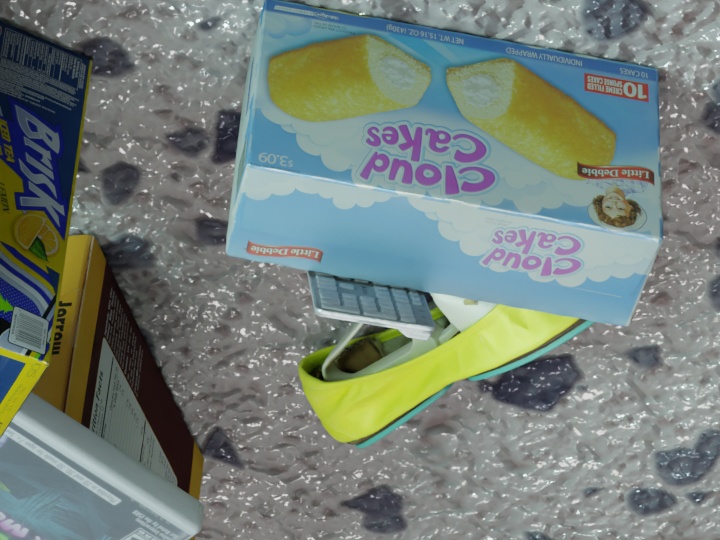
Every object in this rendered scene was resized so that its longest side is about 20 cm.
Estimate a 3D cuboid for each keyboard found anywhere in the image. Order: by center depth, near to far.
[{"bbox_3d":[0.000,0.000,1.296,0.056,0.200,0.011,15,102,-7],"label":"keyboard"}]

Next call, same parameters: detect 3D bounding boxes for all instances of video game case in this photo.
[{"bbox_3d":[-0.212,0.115,1.347,0.200,0.023,0.182,36,129,-29],"label":"video game case"}]

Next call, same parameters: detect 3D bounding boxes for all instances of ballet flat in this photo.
[{"bbox_3d":[0.045,0.032,1.410,0.200,0.067,0.067,-30,107,34],"label":"ballet flat"}]

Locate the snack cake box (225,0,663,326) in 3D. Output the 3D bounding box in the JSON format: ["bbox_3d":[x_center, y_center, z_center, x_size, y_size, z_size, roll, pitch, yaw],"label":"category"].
[{"bbox_3d":[0.041,-0.052,1.274,0.199,0.115,0.067,10,137,-7],"label":"snack cake box"}]

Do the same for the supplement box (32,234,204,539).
[{"bbox_3d":[-0.213,0.105,1.452,0.196,0.133,0.200,-7,137,13],"label":"supplement box"}]

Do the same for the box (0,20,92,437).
[{"bbox_3d":[-0.177,-0.022,1.260,0.064,0.201,0.070,21,135,-19],"label":"box"}]
